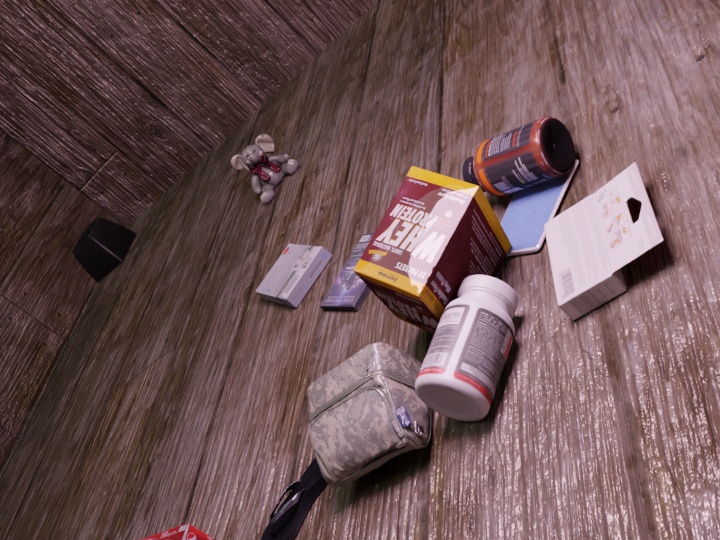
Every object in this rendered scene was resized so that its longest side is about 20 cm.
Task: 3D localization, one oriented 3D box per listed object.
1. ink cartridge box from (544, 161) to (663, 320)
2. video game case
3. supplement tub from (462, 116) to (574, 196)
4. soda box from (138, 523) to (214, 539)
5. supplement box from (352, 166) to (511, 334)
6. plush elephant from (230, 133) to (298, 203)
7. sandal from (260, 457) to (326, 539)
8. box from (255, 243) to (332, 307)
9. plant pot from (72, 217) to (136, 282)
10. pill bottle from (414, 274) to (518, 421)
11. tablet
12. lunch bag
[{"bbox_3d":[0.363,-0.045,1.244,0.176,0.045,0.201,-36,28,29],"label":"ink cartridge box"},{"bbox_3d":[0.000,0.000,1.817,0.142,0.019,0.201,-4,52,58],"label":"video game case"},{"bbox_3d":[0.275,-0.196,1.498,0.199,0.107,0.108,-15,41,49],"label":"supplement tub"},{"bbox_3d":[-0.368,0.543,1.600,0.199,0.070,0.064,-28,33,38],"label":"soda box"},{"bbox_3d":[0.123,-0.022,1.372,0.132,0.197,0.201,21,75,34],"label":"supplement box"},{"bbox_3d":[-0.312,-0.335,2.643,0.165,0.155,0.200,-48,25,3],"label":"plush elephant"},{"bbox_3d":[-0.113,0.388,1.427,0.201,0.043,0.076,-56,25,-14],"label":"sandal"},{"bbox_3d":[-0.166,0.009,2.055,0.157,0.041,0.199,-56,26,-14],"label":"box"},{"bbox_3d":[-1.129,-0.108,3.662,0.199,0.177,0.201,-32,28,31],"label":"plant pot"},{"bbox_3d":[0.166,0.114,1.264,0.115,0.116,0.201,-16,40,50],"label":"pill bottle"},{"bbox_3d":[0.302,-0.108,1.472,0.130,0.014,0.201,-9,47,55],"label":"tablet"},{"bbox_3d":[0.016,0.236,1.330,0.199,0.139,0.169,-35,44,29],"label":"lunch bag"}]
